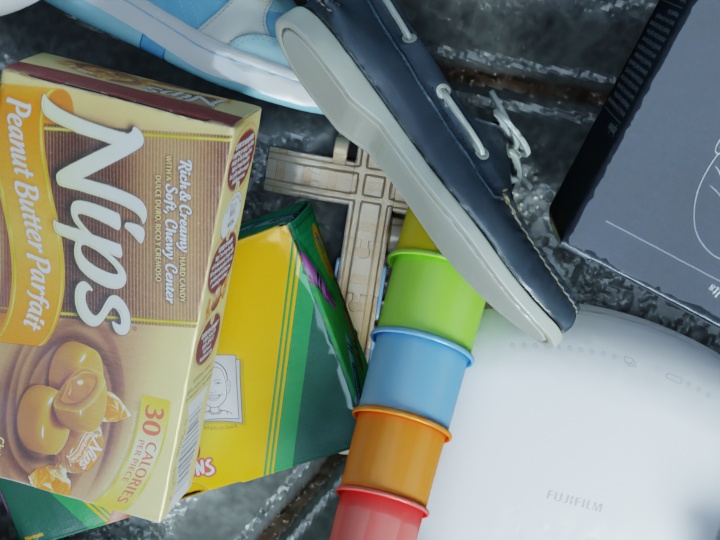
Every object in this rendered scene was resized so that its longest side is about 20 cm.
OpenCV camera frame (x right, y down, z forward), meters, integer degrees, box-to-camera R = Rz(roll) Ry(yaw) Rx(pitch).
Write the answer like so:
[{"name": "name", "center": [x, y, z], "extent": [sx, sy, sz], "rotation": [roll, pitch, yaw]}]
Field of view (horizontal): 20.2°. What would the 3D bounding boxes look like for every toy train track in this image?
[{"name": "toy train track", "center": [0.000, 0.000, 1.046], "extent": [0.114, 0.033, 0.202], "rotation": [9, 101, 1]}]

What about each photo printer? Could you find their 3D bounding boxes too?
[{"name": "photo printer", "center": [0.108, 0.118, 1.044], "extent": [0.165, 0.069, 0.202], "rotation": [15, 101, 0]}]

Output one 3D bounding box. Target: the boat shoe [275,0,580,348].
[{"name": "boat shoe", "center": [0.042, -0.054, 0.940], "extent": [0.062, 0.075, 0.200], "rotation": [-38, 84, -13]}]

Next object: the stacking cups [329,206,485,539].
[{"name": "stacking cups", "center": [0.024, 0.056, 0.985], "extent": [0.060, 0.061, 0.201], "rotation": [16, 77, -1]}]

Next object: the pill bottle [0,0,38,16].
[{"name": "pill bottle", "center": [-0.200, -0.226, 0.937], "extent": [0.114, 0.114, 0.201], "rotation": [-24, 66, 7]}]

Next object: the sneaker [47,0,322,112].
[{"name": "sneaker", "center": [-0.069, -0.166, 0.987], "extent": [0.199, 0.080, 0.131], "rotation": [25, 101, -1]}]

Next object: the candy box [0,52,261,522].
[{"name": "candy box", "center": [-0.124, 0.008, 0.967], "extent": [0.115, 0.055, 0.202], "rotation": [14, 106, 8]}]

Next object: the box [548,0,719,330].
[{"name": "box", "center": [0.204, -0.073, 0.987], "extent": [0.148, 0.107, 0.201], "rotation": [28, 99, -3]}]

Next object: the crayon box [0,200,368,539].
[{"name": "crayon box", "center": [-0.100, 0.054, 1.034], "extent": [0.199, 0.058, 0.120], "rotation": [-18, 100, 14]}]
